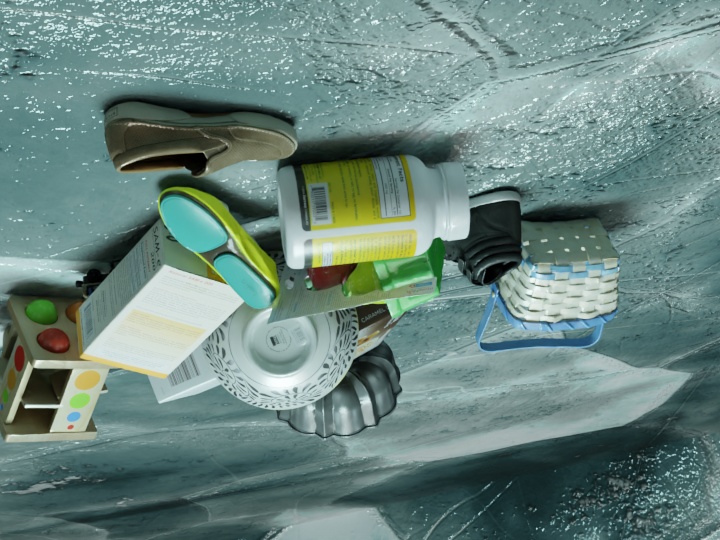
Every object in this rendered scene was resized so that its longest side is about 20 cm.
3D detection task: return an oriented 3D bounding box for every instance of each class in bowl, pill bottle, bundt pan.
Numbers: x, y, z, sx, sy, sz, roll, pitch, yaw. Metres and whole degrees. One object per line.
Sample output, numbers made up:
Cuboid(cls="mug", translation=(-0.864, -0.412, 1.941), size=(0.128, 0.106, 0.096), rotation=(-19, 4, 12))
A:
Cuboid(cls="bowl", translation=(-0.098, 0.080, 1.610), size=(0.200, 0.201, 0.094), rotation=(-7, -174, -3))
Cuboid(cls="pill bottle", translation=(0.013, -0.066, 1.430), size=(0.199, 0.113, 0.112), rotation=(-6, 160, -7))
Cuboid(cls="bundt pan", translation=(-0.040, 0.145, 1.904), size=(0.201, 0.202, 0.076), rotation=(-7, 134, -3))

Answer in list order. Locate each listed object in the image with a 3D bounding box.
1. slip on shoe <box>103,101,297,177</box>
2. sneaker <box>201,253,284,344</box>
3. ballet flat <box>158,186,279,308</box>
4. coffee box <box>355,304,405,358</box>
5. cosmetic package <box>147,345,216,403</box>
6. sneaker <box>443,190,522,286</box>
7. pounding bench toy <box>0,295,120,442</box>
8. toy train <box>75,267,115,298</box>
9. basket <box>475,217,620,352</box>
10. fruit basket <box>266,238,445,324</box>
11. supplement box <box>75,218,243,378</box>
Cuboid(cls="slip on shoe", translation=(-0.153, -0.119, 1.291), size=(0.200, 0.061, 0.076), rotation=(5, 156, -34))
Cuboid(cls="sneaker", translation=(-0.123, 0.024, 1.715), size=(0.201, 0.067, 0.108), rotation=(-34, -174, 9))
Cuboid(cls="ballet flat", translation=(-0.157, -0.038, 1.487), size=(0.067, 0.067, 0.200), rotation=(-20, 129, 27))
Cuboid(cls="coffee box", translation=(-0.014, 0.063, 1.779), size=(0.114, 0.080, 0.200), rotation=(-28, 169, -24))
Cuboid(cls="cosmetic package", translation=(-0.221, 0.128, 1.837), size=(0.101, 0.071, 0.200), rotation=(-23, 175, 7))
Cuboid(cls="sneaker", translation=(0.112, -0.022, 1.617), size=(0.200, 0.099, 0.071), rotation=(-19, 160, 31))
Cuboid(cls="pounding bench toy", translation=(-0.409, 0.096, 1.716), size=(0.124, 0.200, 0.156), rotation=(3, 126, -36))
Cuboid(cls="toy train", translation=(-0.255, 0.017, 1.650), size=(0.199, 0.046, 0.034), rotation=(-5, 160, -10))
Cuboid(cls="basket", translation=(0.252, 0.029, 1.725), size=(0.176, 0.139, 0.200), rotation=(-2, 129, -16))
Cuboid(cls="fruit basket", translation=(0.000, 0.000, 1.548), size=(0.200, 0.185, 0.094), rotation=(-17, 118, 17))
Cuboid(cls="supplement box", translation=(-0.238, 0.037, 1.583), size=(0.126, 0.074, 0.200), rotation=(19, 132, -36))
